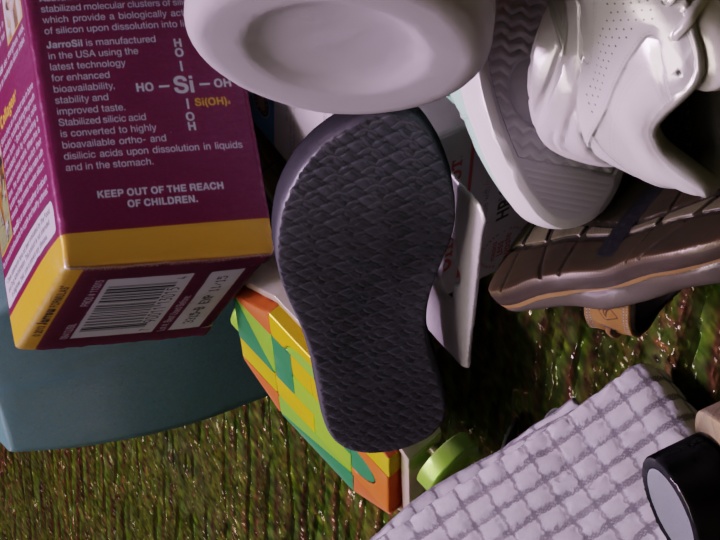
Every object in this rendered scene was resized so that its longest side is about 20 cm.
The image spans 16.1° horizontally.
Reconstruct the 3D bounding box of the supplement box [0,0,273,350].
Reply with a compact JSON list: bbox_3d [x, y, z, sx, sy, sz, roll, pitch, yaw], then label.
[{"bbox_3d":[-0.119,-0.077,1.215,0.131,0.103,0.200,134,128,-66],"label":"supplement box"}]

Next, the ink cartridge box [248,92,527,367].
[{"bbox_3d":[0.021,-0.067,1.152,0.200,0.068,0.115,51,154,31],"label":"ink cartridge box"}]

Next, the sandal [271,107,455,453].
[{"bbox_3d":[-0.001,0.000,1.095,0.200,0.076,0.043,90,171,-46],"label":"sandal"}]

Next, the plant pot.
[{"bbox_3d":[-0.132,0.007,1.399,0.141,0.200,0.142,37,146,49],"label":"plant pot"}]

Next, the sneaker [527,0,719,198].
[{"bbox_3d":[0.112,-0.112,0.917,0.099,0.078,0.200,31,147,39],"label":"sneaker"}]

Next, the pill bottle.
[{"bbox_3d":[0.000,-0.168,0.941,0.112,0.112,0.200,120,158,-64],"label":"pill bottle"}]

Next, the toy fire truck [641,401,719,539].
[{"bbox_3d":[0.211,0.134,0.897,0.200,0.128,0.176,-144,35,-68],"label":"toy fire truck"}]

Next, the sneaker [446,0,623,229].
[{"bbox_3d":[0.043,-0.101,1.057,0.118,0.074,0.201,-36,69,61],"label":"sneaker"}]

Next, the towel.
[{"bbox_3d":[0.090,0.155,1.076,0.166,0.200,0.086,53,177,36],"label":"towel"}]

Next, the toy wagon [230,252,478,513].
[{"bbox_3d":[-0.008,0.066,1.275,0.155,0.040,0.200,46,165,17],"label":"toy wagon"}]

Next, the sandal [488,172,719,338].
[{"bbox_3d":[0.117,-0.006,1.018,0.055,0.082,0.200,48,155,-18],"label":"sandal"}]

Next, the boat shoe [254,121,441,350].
[{"bbox_3d":[-0.025,-0.041,1.280,0.201,0.072,0.066,62,153,-3],"label":"boat shoe"}]

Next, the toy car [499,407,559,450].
[{"bbox_3d":[0.088,0.167,1.208,0.164,0.157,0.200,153,118,-75],"label":"toy car"}]
